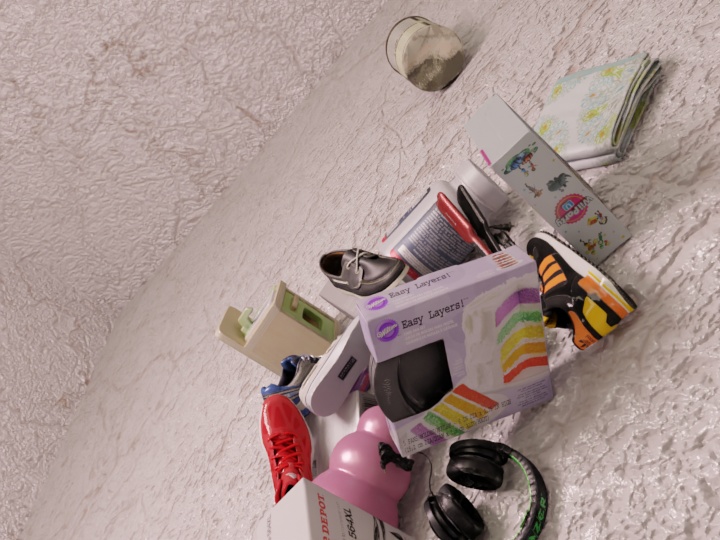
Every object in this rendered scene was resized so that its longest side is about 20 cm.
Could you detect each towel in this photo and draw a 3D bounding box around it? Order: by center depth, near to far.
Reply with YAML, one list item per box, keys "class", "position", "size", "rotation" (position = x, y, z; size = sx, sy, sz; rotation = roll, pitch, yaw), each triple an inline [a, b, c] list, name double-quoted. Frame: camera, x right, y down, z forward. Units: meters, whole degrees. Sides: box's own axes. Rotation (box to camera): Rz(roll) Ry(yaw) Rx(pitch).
- class: "towel"
  position: [0.329, -0.224, 1.002]
  size: [0.172, 0.048, 0.200]
  rotation: [-60, 23, -15]

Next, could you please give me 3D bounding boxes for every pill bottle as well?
- class: "pill bottle"
  position: [0.133, -0.071, 1.079]
  size: [0.200, 0.119, 0.120]
  rotation: [-47, 24, 16]

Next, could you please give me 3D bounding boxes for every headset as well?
- class: "headset"
  position: [0.105, 0.235, 0.746]
  size: [0.199, 0.094, 0.124]
  rotation: [8, 64, 52]

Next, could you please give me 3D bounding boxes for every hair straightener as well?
- class: "hair straightener"
  position: [0.187, -0.052, 0.947]
  size: [0.076, 0.041, 0.200]
  rotation: [-23, 51, -17]

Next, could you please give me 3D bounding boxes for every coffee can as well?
- class: "coffee can"
  position: [0.148, -0.518, 1.626]
  size: [0.147, 0.146, 0.200]
  rotation: [-48, 24, 13]

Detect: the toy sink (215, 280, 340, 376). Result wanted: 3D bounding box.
- class: "toy sink"
  position: [-0.142, 0.102, 1.236]
  size: [0.112, 0.199, 0.130]
  rotation: [-54, 11, 13]

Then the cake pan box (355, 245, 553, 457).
- class: "cake pan box"
  position: [0.103, 0.089, 0.739]
  size: [0.198, 0.186, 0.052]
  rotation: [-18, 25, -9]

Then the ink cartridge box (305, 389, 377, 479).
- class: "ink cartridge box"
  position: [-0.046, 0.262, 1.025]
  size: [0.200, 0.050, 0.110]
  rotation: [-33, 48, 43]

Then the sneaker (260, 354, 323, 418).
- class: "sneaker"
  position: [-0.078, 0.161, 1.081]
  size: [0.077, 0.086, 0.200]
  rotation: [-31, 5, 47]

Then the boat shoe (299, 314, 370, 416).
- class: "boat shoe"
  position: [-0.018, 0.119, 0.997]
  size: [0.201, 0.071, 0.070]
  rotation: [-54, 29, -12]

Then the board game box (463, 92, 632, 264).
- class: "board game box"
  position: [0.229, -0.114, 0.848]
  size: [0.064, 0.199, 0.148]
  rotation: [-45, 24, 20]

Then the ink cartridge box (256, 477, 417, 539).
- class: "ink cartridge box"
  position: [-0.003, 0.325, 0.694]
  size: [0.084, 0.199, 0.146]
  rotation: [-48, 24, 14]

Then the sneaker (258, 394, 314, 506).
- class: "sneaker"
  position: [-0.093, 0.261, 0.937]
  size: [0.116, 0.078, 0.202]
  rotation: [110, 143, -69]

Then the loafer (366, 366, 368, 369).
- class: "loafer"
  position: [0.058, 0.147, 0.999]
  size: [0.070, 0.070, 0.200]
  rotation: [-47, 31, 2]

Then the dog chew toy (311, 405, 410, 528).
- class: "dog chew toy"
  position: [0.007, 0.262, 0.863]
  size: [0.124, 0.124, 0.201]
  rotation: [-14, 43, 57]

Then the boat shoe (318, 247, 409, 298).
- class: "boat shoe"
  position: [0.000, 0.000, 1.044]
  size: [0.072, 0.068, 0.199]
  rotation: [-52, 24, -18]

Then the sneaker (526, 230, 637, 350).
- class: "sneaker"
  position: [0.235, 0.021, 0.816]
  size: [0.090, 0.070, 0.200]
  rotation: [-48, 25, 7]

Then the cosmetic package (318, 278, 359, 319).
- class: "cosmetic package"
  position: [0.017, 0.054, 1.150]
  size: [0.091, 0.107, 0.200]
  rotation: [-56, 21, -7]

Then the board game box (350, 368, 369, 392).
- class: "board game box"
  position: [-0.043, 0.217, 1.142]
  size: [0.201, 0.032, 0.120]
  rotation: [-60, 20, -11]
